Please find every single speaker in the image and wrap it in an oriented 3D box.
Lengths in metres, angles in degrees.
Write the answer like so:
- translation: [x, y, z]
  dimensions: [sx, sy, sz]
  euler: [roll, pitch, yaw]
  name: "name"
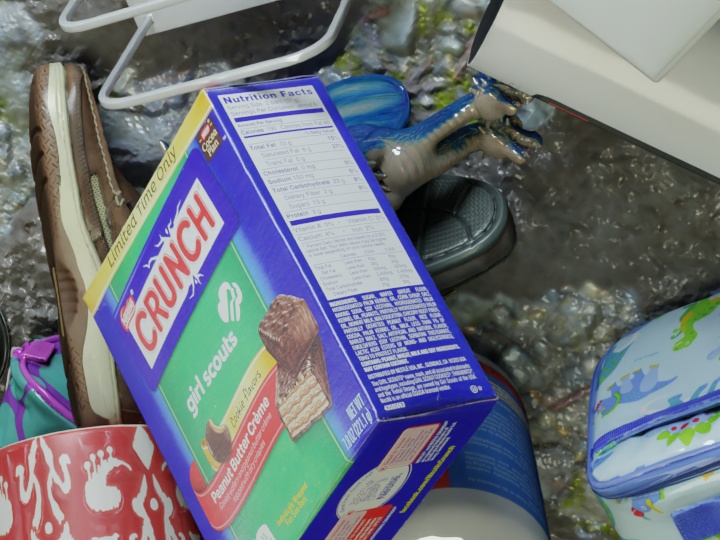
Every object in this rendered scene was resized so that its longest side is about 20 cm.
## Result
- translation: [0.155, -0.097, 1.148]
  dimensions: [0.199, 0.081, 0.081]
  euler: [25, 123, -5]
  name: "speaker"

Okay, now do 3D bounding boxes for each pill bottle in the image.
- translation: [0.044, 0.140, 1.228]
  dimensions: [0.111, 0.200, 0.113]
  euler: [-2, 123, -3]
  name: "pill bottle"

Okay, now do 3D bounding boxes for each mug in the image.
- translation: [-0.116, 0.192, 1.216]
  dimensions: [0.177, 0.201, 0.133]
  euler: [3, 160, -40]
  name: "mug"

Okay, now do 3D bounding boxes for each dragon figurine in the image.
- translation: [-0.001, -0.063, 1.215]
  dimensions: [0.199, 0.099, 0.059]
  euler: [0, 123, 33]
  name: "dragon figurine"

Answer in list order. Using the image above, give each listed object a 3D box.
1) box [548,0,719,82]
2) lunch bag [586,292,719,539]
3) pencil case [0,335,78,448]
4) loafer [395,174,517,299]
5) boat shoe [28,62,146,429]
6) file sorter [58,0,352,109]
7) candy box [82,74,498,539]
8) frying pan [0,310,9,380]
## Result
- translation: [0.097, -0.210, 1.049]
  dimensions: [0.200, 0.153, 0.106]
  euler: [37, 121, -11]
  name: "box"
- translation: [0.215, 0.067, 1.190]
  dimensions: [0.199, 0.161, 0.083]
  euler: [-22, 115, 24]
  name: "lunch bag"
- translation: [-0.201, 0.124, 1.358]
  dimensions: [0.092, 0.085, 0.200]
  euler: [42, 123, 7]
  name: "pencil case"
- translation: [0.000, 0.000, 1.260]
  dimensions: [0.199, 0.072, 0.063]
  euler: [-12, 137, 27]
  name: "loafer"
- translation: [-0.132, -0.014, 1.257]
  dimensions: [0.074, 0.075, 0.204]
  euler: [-9, 99, -13]
  name: "boat shoe"
- translation: [-0.094, -0.195, 1.116]
  dimensions: [0.138, 0.125, 0.201]
  euler: [-12, 118, 19]
  name: "file sorter"
- translation: [-0.040, 0.035, 1.127]
  dimensions: [0.077, 0.201, 0.169]
  euler: [-7, 145, -36]
  name: "candy box"
- translation: [-0.295, 0.053, 1.371]
  dimensions: [0.189, 0.031, 0.115]
  euler: [-22, 113, 20]
  name: "frying pan"
